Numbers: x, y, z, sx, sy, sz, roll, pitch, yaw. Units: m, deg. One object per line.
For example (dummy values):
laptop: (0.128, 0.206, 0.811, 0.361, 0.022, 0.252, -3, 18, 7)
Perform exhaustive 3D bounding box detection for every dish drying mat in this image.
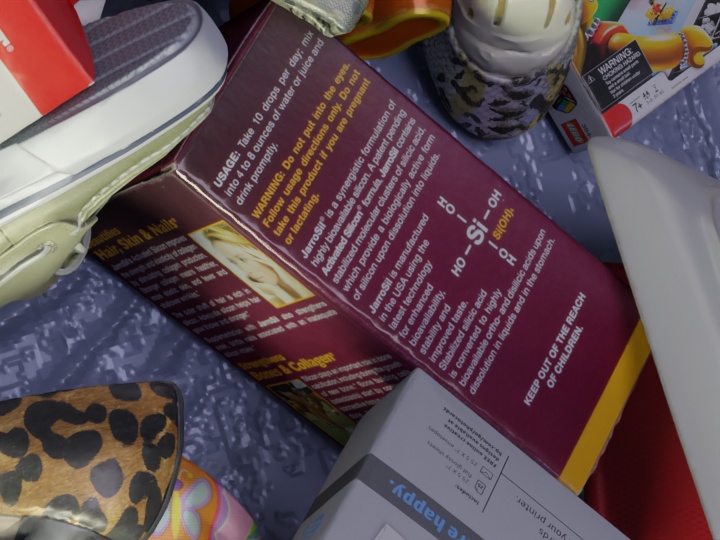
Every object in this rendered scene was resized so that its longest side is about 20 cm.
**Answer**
dish drying mat: (0.123, 0.098, 0.901, 0.076, 0.018, 0.202, 5, 79, -28)

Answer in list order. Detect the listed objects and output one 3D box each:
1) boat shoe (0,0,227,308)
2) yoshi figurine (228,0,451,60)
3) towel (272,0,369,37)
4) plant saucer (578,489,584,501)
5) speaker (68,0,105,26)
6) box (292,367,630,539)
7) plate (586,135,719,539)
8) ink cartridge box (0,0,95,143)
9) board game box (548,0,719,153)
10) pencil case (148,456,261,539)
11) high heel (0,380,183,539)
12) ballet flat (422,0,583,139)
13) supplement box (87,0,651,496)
boat shoe: (-0.124, -0.021, 0.756, 0.199, 0.072, 0.062, -30, 120, 12)
yoshi figurine: (-0.032, -0.184, 0.866, 0.111, 0.112, 0.202, -7, 83, -10)
towel: (-0.054, -0.201, 0.795, 0.199, 0.035, 0.194, 26, 72, -2)
plant saucer: (0.143, 0.113, 0.940, 0.199, 0.036, 0.202, 6, 78, -30)
speaker: (-0.188, -0.122, 0.767, 0.199, 0.081, 0.082, 22, 71, -24)
box: (0.034, 0.147, 0.708, 0.156, 0.041, 0.200, 39, 42, -6)
plate: (0.174, 0.046, 0.879, 0.200, 0.032, 0.201, 13, 55, -56)
ink cartridge box: (-0.167, -0.084, 0.707, 0.199, 0.067, 0.116, -32, 121, 4)
board game box: (0.137, -0.156, 0.986, 0.200, 0.035, 0.127, -36, 99, -30)
pencil case: (-0.118, 0.146, 0.760, 0.087, 0.087, 0.201, 42, 64, -17)
high heel: (-0.162, 0.044, 0.732, 0.200, 0.071, 0.143, 40, 75, 9)
ballet flat: (0.061, -0.137, 0.870, 0.072, 0.072, 0.202, -12, 120, -31)
supplement box: (0.000, 0.000, 0.835, 0.200, 0.110, 0.086, 39, 64, -18)
